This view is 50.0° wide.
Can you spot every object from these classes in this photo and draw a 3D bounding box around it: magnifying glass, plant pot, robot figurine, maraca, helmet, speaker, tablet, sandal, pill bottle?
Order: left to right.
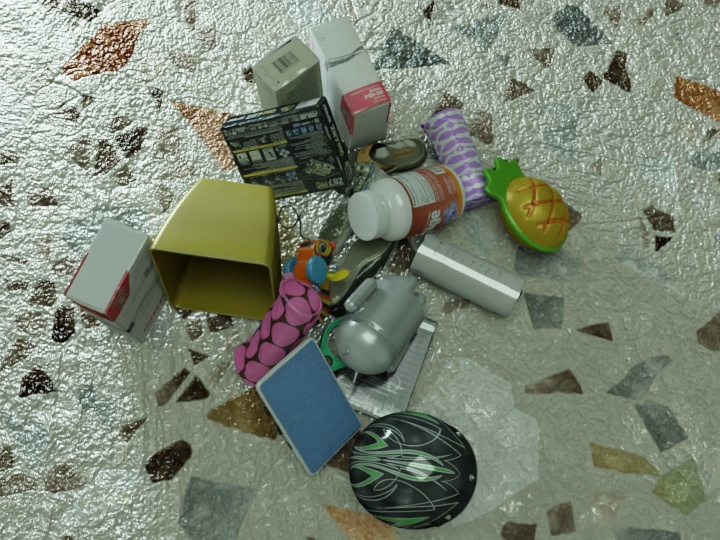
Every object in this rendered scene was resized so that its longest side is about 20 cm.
[{"bbox_3d":[-0.227,-0.045,1.339,0.199,0.200,0.177,8,60,3],"label":"plant pot"},{"bbox_3d":[-0.082,0.224,1.269,0.130,0.014,0.201,-41,116,-29],"label":"tablet"},{"bbox_3d":[-0.061,0.161,1.314,0.080,0.022,0.200,44,60,-3],"label":"magnifying glass"},{"bbox_3d":[0.034,-0.207,1.460,0.199,0.055,0.082,-17,74,-7],"label":"sandal"},{"bbox_3d":[0.032,0.095,1.307,0.200,0.113,0.170,-50,122,-31],"label":"robot figurine"},{"bbox_3d":[0.081,-0.116,1.368,0.199,0.112,0.113,-18,72,-33],"label":"pill bottle"},{"bbox_3d":[0.081,0.317,1.227,0.199,0.191,0.201,0,73,-1],"label":"helmet"},{"bbox_3d":[0.191,0.008,1.385,0.199,0.081,0.081,25,74,6],"label":"speaker"},{"bbox_3d":[0.302,-0.120,1.405,0.200,0.107,0.137,48,49,-2],"label":"maraca"}]

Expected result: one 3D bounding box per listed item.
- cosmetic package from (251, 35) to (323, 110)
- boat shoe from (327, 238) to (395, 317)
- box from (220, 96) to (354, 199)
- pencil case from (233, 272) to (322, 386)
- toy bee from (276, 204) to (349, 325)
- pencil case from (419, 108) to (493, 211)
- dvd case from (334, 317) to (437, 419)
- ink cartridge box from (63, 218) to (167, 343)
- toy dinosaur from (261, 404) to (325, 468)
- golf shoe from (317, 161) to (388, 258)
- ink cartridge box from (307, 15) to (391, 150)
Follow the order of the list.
[{"bbox_3d":[-0.127,-0.323,1.416,0.105,0.200,0.071,-38,74,-14],"label":"cosmetic package"},{"bbox_3d":[0.000,0.000,1.403,0.067,0.057,0.200,28,68,36],"label":"boat shoe"},{"bbox_3d":[-0.129,-0.210,1.372,0.199,0.162,0.049,-8,31,23],"label":"box"},{"bbox_3d":[-0.141,0.101,1.281,0.091,0.200,0.094,-9,53,-51],"label":"pencil case"},{"bbox_3d":[-0.073,-0.010,1.329,0.130,0.109,0.201,21,111,29],"label":"toy bee"},{"bbox_3d":[0.181,-0.206,1.449,0.085,0.084,0.201,-21,75,5],"label":"pencil case"},{"bbox_3d":[0.035,0.158,1.368,0.148,0.016,0.201,20,74,6],"label":"dvd case"},{"bbox_3d":[-0.397,0.022,1.303,0.083,0.200,0.147,21,73,8],"label":"ink cartridge box"},{"bbox_3d":[-0.101,0.238,1.309,0.102,0.077,0.200,-32,73,-4],"label":"toy dinosaur"},{"bbox_3d":[-0.003,-0.097,1.417,0.097,0.078,0.201,28,94,-31],"label":"golf shoe"},{"bbox_3d":[-0.023,-0.352,1.456,0.082,0.147,0.201,-22,75,-9],"label":"ink cartridge box"}]
